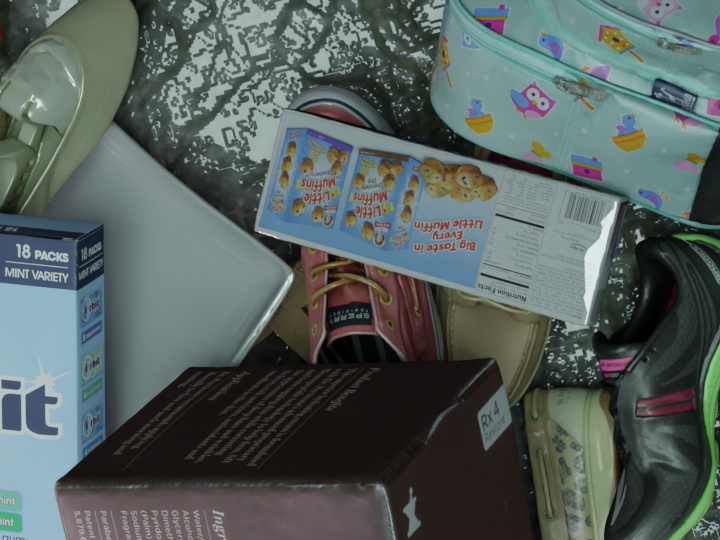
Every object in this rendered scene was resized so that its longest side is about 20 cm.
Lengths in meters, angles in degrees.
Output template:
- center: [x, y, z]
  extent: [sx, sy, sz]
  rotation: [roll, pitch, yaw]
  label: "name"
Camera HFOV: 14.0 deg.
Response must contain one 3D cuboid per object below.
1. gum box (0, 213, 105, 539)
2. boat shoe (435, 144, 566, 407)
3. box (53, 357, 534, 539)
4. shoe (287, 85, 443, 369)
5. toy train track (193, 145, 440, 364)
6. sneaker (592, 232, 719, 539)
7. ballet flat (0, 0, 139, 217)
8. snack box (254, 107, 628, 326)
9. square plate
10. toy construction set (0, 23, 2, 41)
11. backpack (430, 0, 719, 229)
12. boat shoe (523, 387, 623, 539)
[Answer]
- center: [-0.232, 0.066, 1.695]
  extent: [0.169, 0.045, 0.201]
  rotation: [6, 107, 17]
  label: "gum box"
- center: [0.080, -0.009, 1.697]
  extent: [0.074, 0.069, 0.201]
  rotation: [8, 103, 7]
  label: "boat shoe"
- center: [-0.029, 0.154, 1.583]
  extent: [0.199, 0.166, 0.165]
  rotation: [-2, 110, 27]
  label: "box"
- center: [0.000, 0.000, 1.656]
  extent: [0.071, 0.091, 0.201]
  rotation: [-11, 115, 14]
  label: "shoe"
- center: [-0.018, -0.010, 1.724]
  extent: [0.200, 0.033, 0.115]
  rotation: [-38, 106, 25]
  label: "toy train track"
- center: [0.163, 0.073, 1.671]
  extent: [0.084, 0.077, 0.201]
  rotation: [19, 74, -23]
  label: "sneaker"
- center: [-0.194, -0.076, 1.707]
  extent: [0.069, 0.069, 0.200]
  rotation: [29, 103, 1]
  label: "ballet flat"
- center: [0.042, -0.030, 1.593]
  extent: [0.200, 0.024, 0.072]
  rotation: [16, 96, 19]
  label: "snack box"
- center: [-0.150, 0.026, 1.731]
  extent: [0.200, 0.028, 0.198]
  rotation: [39, 108, 25]
  label: "square plate"
- center: [-0.292, -0.111, 1.727]
  extent: [0.199, 0.092, 0.132]
  rotation: [-6, 102, 21]
  label: "toy construction set"
- center: [0.140, -0.134, 1.600]
  extent: [0.199, 0.176, 0.154]
  rotation: [14, 136, 13]
  label: "backpack"
- center: [0.129, 0.167, 1.735]
  extent: [0.063, 0.073, 0.201]
  rotation: [1, 91, 18]
  label: "boat shoe"
